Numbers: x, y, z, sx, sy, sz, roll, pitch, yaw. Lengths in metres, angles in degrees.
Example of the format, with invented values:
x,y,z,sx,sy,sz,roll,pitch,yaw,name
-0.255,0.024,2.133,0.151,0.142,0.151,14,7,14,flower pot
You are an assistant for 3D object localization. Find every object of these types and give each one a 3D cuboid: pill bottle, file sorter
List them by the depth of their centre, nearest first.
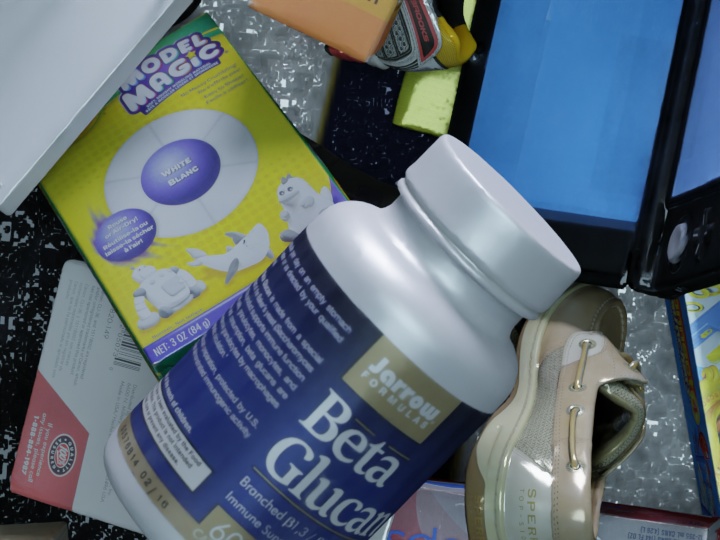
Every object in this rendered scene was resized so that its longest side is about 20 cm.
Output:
x,y,z,sx,sy,sz,roll,pitch,yaw,name
-0.005,0.042,1.004,0.111,0.111,0.200,43,100,-3,pill bottle
-0.202,-0.154,1.083,0.200,0.125,0.139,41,89,27,file sorter

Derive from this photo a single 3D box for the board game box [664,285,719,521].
x,y,z,sx,sy,sz,roll,pitch,yaw,name
0.259,0.054,1.182,0.198,0.056,0.197,-11,92,-2,board game box

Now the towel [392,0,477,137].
x,y,z,sx,sy,sz,roll,pitch,yaw,name
0.081,-0.159,1.189,0.085,0.018,0.202,15,91,1,towel

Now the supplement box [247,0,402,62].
x,y,z,sx,sy,sz,roll,pitch,yaw,name
0.019,-0.199,1.078,0.066,0.069,0.201,25,99,0,supplement box

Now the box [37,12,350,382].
x,y,z,sx,sy,sz,roll,pitch,yaw,name
-0.082,-0.038,1.113,0.117,0.049,0.200,-32,49,-7,box

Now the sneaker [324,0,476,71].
x,y,z,sx,sy,sz,roll,pitch,yaw,name
0.045,-0.191,1.149,0.082,0.078,0.202,17,100,20,sneaker

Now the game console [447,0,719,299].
x,y,z,sx,sy,sz,roll,pitch,yaw,name
0.121,-0.098,1.090,0.115,0.176,0.202,14,82,-10,game console

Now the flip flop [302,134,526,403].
x,y,z,sx,sy,sz,roll,pitch,yaw,name
0.000,0.000,1.168,0.199,0.058,0.081,31,54,5,flip flop

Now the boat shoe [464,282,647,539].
x,y,z,sx,sy,sz,roll,pitch,yaw,name
0.103,0.068,1.111,0.064,0.200,0.073,0,116,20,boat shoe

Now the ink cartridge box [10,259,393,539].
x,y,z,sx,sy,sz,roll,pitch,yaw,name
-0.055,0.074,1.120,0.199,0.067,0.117,14,90,27,ink cartridge box

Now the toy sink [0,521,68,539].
x,y,z,sx,sy,sz,roll,pitch,yaw,name
-0.202,0.228,1.140,0.129,0.112,0.202,-2,92,-2,toy sink

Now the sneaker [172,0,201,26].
x,y,z,sx,sy,sz,roll,pitch,yaw,name
-0.106,-0.172,1.161,0.199,0.076,0.092,-36,76,-1,sneaker

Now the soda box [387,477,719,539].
x,y,z,sx,sy,sz,roll,pitch,yaw,name
0.070,0.140,1.148,0.198,0.063,0.071,7,91,15,soda box
